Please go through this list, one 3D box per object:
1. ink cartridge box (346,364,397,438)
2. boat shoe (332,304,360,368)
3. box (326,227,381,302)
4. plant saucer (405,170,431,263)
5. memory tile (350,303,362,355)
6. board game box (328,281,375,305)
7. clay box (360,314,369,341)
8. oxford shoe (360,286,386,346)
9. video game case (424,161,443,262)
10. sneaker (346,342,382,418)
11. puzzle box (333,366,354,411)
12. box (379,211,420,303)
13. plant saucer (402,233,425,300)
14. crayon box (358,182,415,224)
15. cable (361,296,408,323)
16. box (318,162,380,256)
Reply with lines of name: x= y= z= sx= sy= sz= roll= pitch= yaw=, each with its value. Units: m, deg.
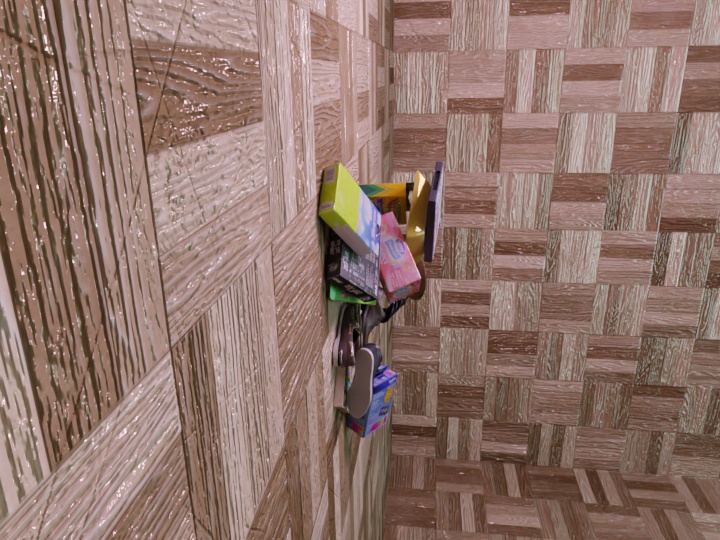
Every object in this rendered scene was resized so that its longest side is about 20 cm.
ink cartridge box: x=0.037 y=0.372 z=1.645 sx=0.135 sy=0.075 sz=0.207 roll=-14 pitch=119 yaw=-54
boat shoe: x=-0.030 y=0.168 z=1.433 sx=0.203 sy=0.057 sz=0.074 roll=-79 pitch=168 yaw=-52
box: x=-0.011 y=-0.049 z=1.311 sx=0.159 sy=0.042 sz=0.207 roll=32 pitch=54 yaw=-48
plant saucer: x=0.166 y=-0.136 z=1.526 sx=0.201 sy=0.047 sz=0.207 roll=70 pitch=29 yaw=-66
memory tile: x=-0.013 y=0.151 z=1.559 sx=0.155 sy=0.016 sz=0.206 roll=101 pitch=-12 yaw=-57
board game box: x=-0.020 y=0.029 z=1.346 sx=0.198 sy=0.029 sz=0.100 roll=12 pitch=78 yaw=-58
clay box: x=0.000 y=0.216 z=1.740 sx=0.200 sy=0.046 sz=0.119 roll=64 pitch=29 yaw=-74
oxford shoe: x=0.034 y=0.145 z=1.615 sx=0.073 sy=0.081 sz=0.208 roll=169 pitch=-65 yaw=-80
video game case: x=0.201 y=-0.159 z=1.507 sx=0.184 sy=0.025 sz=0.205 roll=-72 pitch=165 yaw=-46
sneaker: x=0.017 y=0.287 z=1.465 sx=0.099 sy=0.069 sz=0.207 roll=-31 pitch=133 yaw=-64
puzzle box: x=-0.042 y=0.313 z=1.509 sx=0.201 sy=0.024 sz=0.138 roll=70 pitch=22 yaw=-71
box: x=0.080 y=-0.034 z=1.456 sx=0.103 sy=0.092 sz=0.205 roll=82 pitch=-13 yaw=-70
plant saucer: x=0.136 y=-0.006 z=1.680 sx=0.199 sy=0.034 sz=0.208 roll=165 pitch=-89 yaw=-70
crayon box: x=0.067 y=-0.189 z=1.583 sx=0.127 sy=0.192 sz=0.053 roll=80 pitch=9 yaw=-55
cable: x=0.053 y=0.064 z=1.703 sx=0.165 sy=0.201 sz=0.050 roll=-51 pitch=148 yaw=13
box: x=-0.019 y=-0.128 z=1.229 sx=0.200 sy=0.046 sz=0.126 roll=45 pitch=43 yaw=-48
